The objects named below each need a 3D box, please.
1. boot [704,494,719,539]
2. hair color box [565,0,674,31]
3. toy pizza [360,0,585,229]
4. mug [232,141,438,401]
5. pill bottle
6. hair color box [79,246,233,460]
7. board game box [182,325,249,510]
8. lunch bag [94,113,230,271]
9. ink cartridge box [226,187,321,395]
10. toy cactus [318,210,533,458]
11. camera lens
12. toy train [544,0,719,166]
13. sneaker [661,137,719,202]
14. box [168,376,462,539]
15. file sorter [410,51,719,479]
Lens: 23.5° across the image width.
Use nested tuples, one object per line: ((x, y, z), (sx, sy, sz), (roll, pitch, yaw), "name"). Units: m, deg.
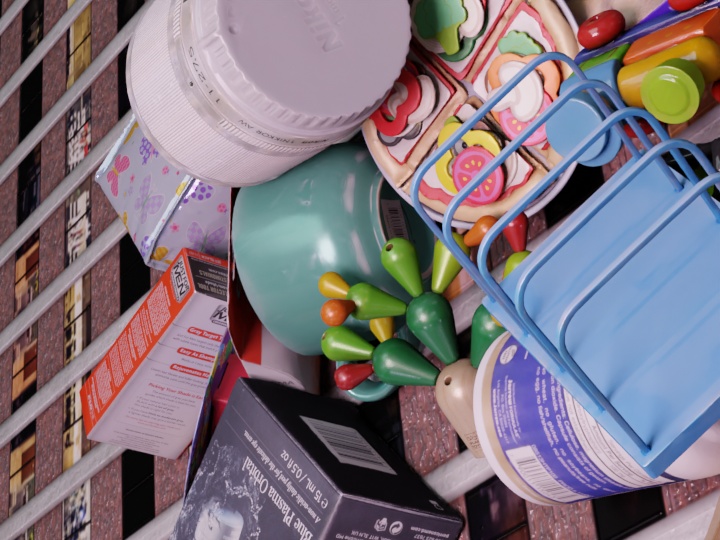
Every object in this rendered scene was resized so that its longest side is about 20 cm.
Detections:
((0.236, 0.186, 0.932), (0.166, 0.072, 0.202), (-20, 51, 64), "boot")
((0.200, -0.201, 1.193), (0.200, 0.064, 0.110), (-41, 45, 41), "hair color box")
((0.072, -0.127, 1.225), (0.199, 0.032, 0.203), (9, 105, 34), "toy pizza")
((-0.001, -0.011, 1.344), (0.114, 0.185, 0.153), (-17, 40, 31), "mug")
((0.174, 0.072, 1.052), (0.199, 0.119, 0.121), (-21, 58, 49), "pill bottle")
((-0.164, 0.079, 1.569), (0.200, 0.101, 0.062), (-50, 39, 29), "hair color box")
((-0.102, 0.124, 1.451), (0.200, 0.039, 0.160), (53, -130, -85), "board game box")
((-0.143, -0.113, 1.610), (0.201, 0.126, 0.170), (-55, 38, 14), "lunch bag")
((-0.067, 0.010, 1.397), (0.200, 0.050, 0.164), (78, -169, -63), "ink cartridge box")
((0.059, 0.053, 1.216), (0.199, 0.102, 0.166), (-25, 94, 26), "toy cactus")
((-0.069, -0.153, 1.225), (0.200, 0.158, 0.162), (158, 123, -64), "camera lens")
((0.212, -0.131, 1.076), (0.199, 0.085, 0.116), (-20, 17, 37), "toy train")
((0.186, -0.040, 1.120), (0.199, 0.082, 0.072), (-30, 54, 47), "sneaker")
((-0.049, 0.219, 1.319), (0.197, 0.117, 0.202), (40, 110, 55), "box")
((0.135, -0.014, 0.958), (0.139, 0.123, 0.200), (-43, 35, 1), "file sorter")
